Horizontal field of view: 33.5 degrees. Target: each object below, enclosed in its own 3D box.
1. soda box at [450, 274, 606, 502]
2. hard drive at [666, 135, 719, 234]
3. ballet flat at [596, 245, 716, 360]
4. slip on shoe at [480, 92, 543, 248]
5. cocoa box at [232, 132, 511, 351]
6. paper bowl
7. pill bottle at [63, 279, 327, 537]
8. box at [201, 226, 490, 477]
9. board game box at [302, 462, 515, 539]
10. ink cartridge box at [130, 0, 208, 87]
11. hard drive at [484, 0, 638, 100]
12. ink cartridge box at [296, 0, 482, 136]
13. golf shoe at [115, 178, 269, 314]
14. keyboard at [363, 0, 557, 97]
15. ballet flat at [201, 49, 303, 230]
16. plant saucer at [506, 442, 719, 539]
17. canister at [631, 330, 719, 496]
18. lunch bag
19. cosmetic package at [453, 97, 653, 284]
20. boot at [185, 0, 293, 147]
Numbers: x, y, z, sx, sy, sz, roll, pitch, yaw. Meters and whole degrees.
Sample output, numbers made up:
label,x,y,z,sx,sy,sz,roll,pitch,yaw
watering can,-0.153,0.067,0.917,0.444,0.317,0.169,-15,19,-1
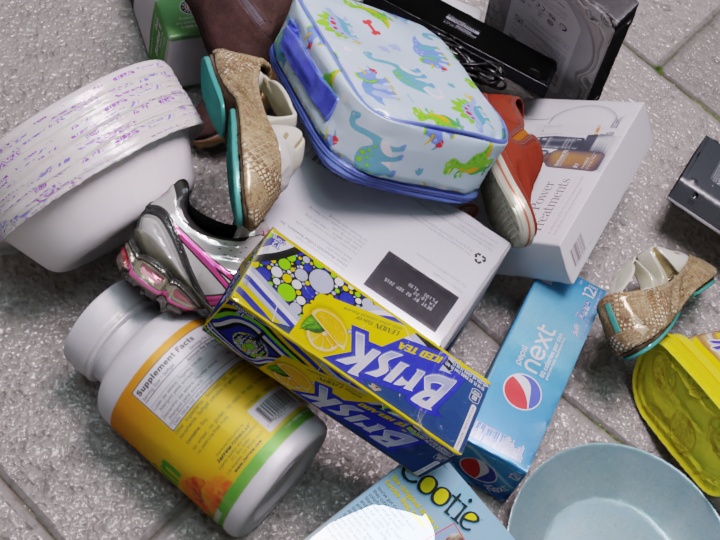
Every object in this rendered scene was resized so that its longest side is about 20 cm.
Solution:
label,x,y,z,sx,sy,sz,roll,pitch,yaw
soda box,0.142,0.092,1.030,0.064,0.068,0.201,28,57,6
hard drive,0.403,-0.047,1.169,0.199,0.033,0.140,35,33,9
ballet flat,0.266,0.013,1.073,0.066,0.070,0.200,59,35,0
slip on shoe,0.131,-0.095,1.041,0.060,0.075,0.201,-7,38,1
cocoa box,0.000,0.000,1.012,0.199,0.132,0.134,34,56,8
paper bowl,-0.215,-0.074,0.967,0.200,0.200,0.105,-33,93,-28
pill bottle,-0.133,0.101,0.932,0.200,0.111,0.111,39,59,11
box,-0.009,0.062,0.863,0.199,0.064,0.070,35,55,-9
board game box,0.002,0.238,0.887,0.199,0.103,0.105,-33,70,-28
ink cartridge box,-0.151,-0.287,1.177,0.145,0.085,0.201,-13,64,-21
hard drive,0.185,-0.235,1.159,0.038,0.200,0.140,-43,77,-15
ink cartridge box,0.020,-0.186,1.158,0.144,0.083,0.201,21,57,-1
golf shoe,-0.083,0.011,0.918,0.199,0.092,0.073,32,11,-15
keyboard,0.086,-0.213,1.130,0.199,0.040,0.104,28,33,3
ballet flat,-0.077,-0.107,0.912,0.065,0.071,0.201,-4,45,-14
plant saucer,0.208,0.241,0.975,0.199,0.039,0.203,7,58,-11
canister,0.362,0.108,1.049,0.198,0.087,0.149,-10,39,-21
lunch bag,0.016,-0.145,0.990,0.160,0.083,0.201,8,37,-35
cosmetic package,0.162,-0.080,1.103,0.150,0.052,0.201,6,46,37
boot,-0.126,-0.222,1.064,0.166,0.200,0.073,40,17,-30
